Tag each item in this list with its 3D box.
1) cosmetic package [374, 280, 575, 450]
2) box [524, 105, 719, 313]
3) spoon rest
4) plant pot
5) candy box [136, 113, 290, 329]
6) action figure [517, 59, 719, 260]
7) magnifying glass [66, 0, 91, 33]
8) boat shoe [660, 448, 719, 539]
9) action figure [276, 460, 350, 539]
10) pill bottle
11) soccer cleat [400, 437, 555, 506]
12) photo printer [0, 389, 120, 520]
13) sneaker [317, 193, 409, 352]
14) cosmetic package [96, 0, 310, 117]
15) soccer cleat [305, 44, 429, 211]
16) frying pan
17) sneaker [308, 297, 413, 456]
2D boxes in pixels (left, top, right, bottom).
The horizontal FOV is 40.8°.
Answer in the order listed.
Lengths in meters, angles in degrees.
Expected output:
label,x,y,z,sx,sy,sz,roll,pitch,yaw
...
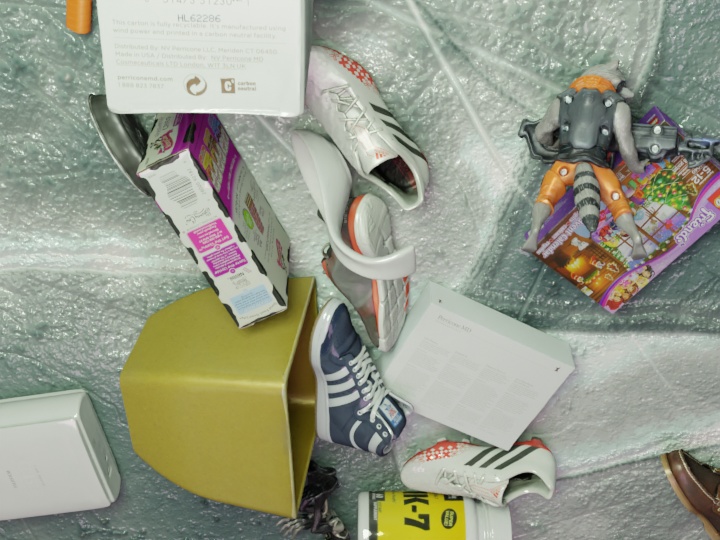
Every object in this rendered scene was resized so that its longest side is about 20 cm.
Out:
label,x,y,z,sx,sy,sz,roll,pitch,yaw
cosmetic package,0.132,0.117,1.159,0.198,0.052,0.152,24,123,-15
box,0.295,-0.060,1.049,0.136,0.039,0.200,33,117,-21
spoon rest,-0.022,-0.064,0.963,0.060,0.200,0.100,-29,146,-15
plant pot,-0.156,0.133,1.092,0.197,0.195,0.198,4,124,6
candy box,-0.143,-0.061,0.988,0.060,0.137,0.201,-23,120,12
action figure,0.245,-0.112,0.933,0.197,0.196,0.105,0,163,16
magnifying glass,-0.252,-0.312,0.880,0.079,0.022,0.202,29,128,16
boat shoe,0.459,0.289,1.264,0.070,0.071,0.200,-28,128,25
action figure,-0.059,0.355,1.281,0.101,0.119,0.203,-13,115,-11
pill bottle,0.094,0.349,1.274,0.197,0.115,0.116,0,124,-1
soccer cleat,0.150,0.260,1.223,0.197,0.086,0.069,-4,124,2
photo printer,-0.422,0.236,1.223,0.197,0.070,0.168,-7,123,4
sneaker,0.000,0.000,1.084,0.081,0.077,0.202,5,125,27
cosmetic package,-0.123,-0.248,0.826,0.165,0.201,0.168,1,123,-1
soccer cleat,0.002,-0.141,0.967,0.068,0.086,0.200,-33,118,20
frying pan,-0.214,-0.099,0.979,0.031,0.115,0.191,-29,120,5
sneaker,0.003,0.126,1.102,0.107,0.070,0.202,17,128,24
